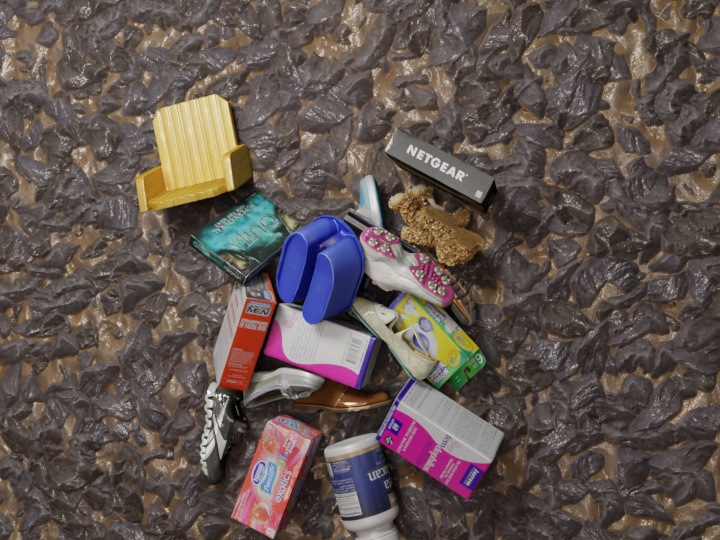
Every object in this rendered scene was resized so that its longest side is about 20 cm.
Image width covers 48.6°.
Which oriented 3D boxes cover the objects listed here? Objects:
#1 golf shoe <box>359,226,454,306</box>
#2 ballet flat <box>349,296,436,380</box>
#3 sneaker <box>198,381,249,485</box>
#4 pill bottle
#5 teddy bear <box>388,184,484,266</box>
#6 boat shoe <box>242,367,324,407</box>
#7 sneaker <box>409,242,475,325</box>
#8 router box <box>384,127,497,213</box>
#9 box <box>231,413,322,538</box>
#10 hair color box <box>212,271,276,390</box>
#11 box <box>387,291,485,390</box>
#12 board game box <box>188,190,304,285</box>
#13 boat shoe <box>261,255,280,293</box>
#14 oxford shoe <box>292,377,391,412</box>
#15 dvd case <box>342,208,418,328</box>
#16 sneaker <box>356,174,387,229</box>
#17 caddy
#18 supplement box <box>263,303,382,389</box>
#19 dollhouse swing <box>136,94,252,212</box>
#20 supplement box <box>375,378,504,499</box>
[{"bbox_3d":[0.075,0.007,1.423,0.199,0.075,0.092,37,130,5],"label":"golf shoe"},{"bbox_3d":[0.064,0.111,1.462,0.062,0.067,0.200,-43,85,16],"label":"ballet flat"},{"bbox_3d":[-0.265,0.323,1.572,0.089,0.066,0.203,2,86,14],"label":"sneaker"},{"bbox_3d":[0.009,0.416,1.487,0.110,0.111,0.203,-17,85,11],"label":"pill bottle"},{"bbox_3d":[0.137,-0.083,1.481,0.199,0.145,0.067,35,134,14],"label":"teddy bear"},{"bbox_3d":[-0.149,0.224,1.516,0.200,0.074,0.066,-9,68,36],"label":"boat shoe"},{"bbox_3d":[0.139,0.031,1.499,0.077,0.078,0.200,-46,76,21],"label":"sneaker"},{"bbox_3d":[0.151,-0.180,1.456,0.199,0.157,0.053,30,94,12],"label":"router box"},{"bbox_3d":[-0.157,0.390,1.530,0.094,0.103,0.202,22,94,12],"label":"box"},{"bbox_3d":[-0.222,0.112,1.512,0.063,0.111,0.202,10,116,-21],"label":"hair color box"},{"bbox_3d":[0.131,0.130,1.478,0.200,0.048,0.118,45,134,9],"label":"box"},{"bbox_3d":[-0.212,-0.067,1.522,0.135,0.200,0.028,35,134,10],"label":"board game box"},{"bbox_3d":[-0.192,-0.013,1.569,0.199,0.066,0.074,35,103,7],"label":"boat shoe"},{"bbox_3d":[-0.037,0.236,1.527,0.197,0.071,0.072,-1,84,13],"label":"oxford shoe"},{"bbox_3d":[0.000,0.000,1.488,0.148,0.016,0.201,31,123,0],"label":"dvd case"},{"bbox_3d":[-0.015,-0.076,1.528,0.129,0.080,0.203,-7,86,10],"label":"sneaker"},{"bbox_3d":[-0.066,-0.001,1.437,0.141,0.105,0.201,39,133,23],"label":"caddy"},{"bbox_3d":[-0.068,0.140,1.519,0.198,0.103,0.102,19,93,11],"label":"supplement box"},{"bbox_3d":[-0.338,-0.236,1.564,0.197,0.182,0.178,-11,106,12],"label":"dollhouse swing"},{"bbox_3d":[0.144,0.300,1.448,0.199,0.103,0.102,30,117,10],"label":"supplement box"}]
